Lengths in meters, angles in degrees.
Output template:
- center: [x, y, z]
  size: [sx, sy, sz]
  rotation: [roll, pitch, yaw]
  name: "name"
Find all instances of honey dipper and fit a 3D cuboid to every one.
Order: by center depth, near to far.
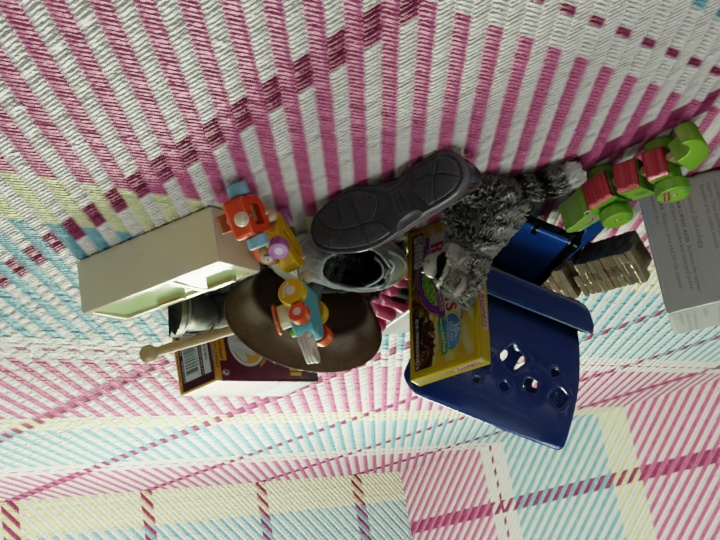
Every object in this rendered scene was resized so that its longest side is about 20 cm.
- center: [-0.176, 0.077, 1.370]
  size: [0.199, 0.038, 0.038]
  rotation: [-14, 167, -24]
  name: "honey dipper"

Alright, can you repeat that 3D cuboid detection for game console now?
- center: [0.237, -0.059, 1.426]
  size: [0.170, 0.119, 0.200]
  rotation: [22, 161, 0]
  name: "game console"

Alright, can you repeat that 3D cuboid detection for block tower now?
- center: [0.306, 0.000, 1.534]
  size: [0.199, 0.054, 0.058]
  rotation: [-16, -153, 44]
  name: "block tower"

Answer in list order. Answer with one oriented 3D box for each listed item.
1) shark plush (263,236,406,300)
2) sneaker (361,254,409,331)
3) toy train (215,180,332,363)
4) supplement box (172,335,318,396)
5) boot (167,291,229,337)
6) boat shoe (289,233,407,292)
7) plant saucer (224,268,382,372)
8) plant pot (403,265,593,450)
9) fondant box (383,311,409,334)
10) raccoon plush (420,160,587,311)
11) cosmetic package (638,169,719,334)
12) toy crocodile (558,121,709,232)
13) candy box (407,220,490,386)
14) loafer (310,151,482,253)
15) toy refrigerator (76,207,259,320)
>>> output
- center: [-0.023, -0.009, 1.356]
  size: [0.199, 0.091, 0.084]
  rotation: [4, 128, -26]
  name: "shark plush"
- center: [0.024, 0.023, 1.477]
  size: [0.200, 0.096, 0.079]
  rotation: [-41, 139, 14]
  name: "sneaker"
- center: [-0.096, 0.004, 1.166]
  size: [0.055, 0.201, 0.150]
  rotation: [-21, -174, 15]
  name: "toy train"
- center: [-0.165, 0.118, 1.604]
  size: [0.085, 0.111, 0.199]
  rotation: [-25, 159, 39]
  name: "supplement box"
- center: [-0.148, 0.047, 1.449]
  size: [0.199, 0.073, 0.182]
  rotation: [-1, 175, -12]
  name: "boot"
- center: [0.000, -0.001, 1.308]
  size: [0.071, 0.070, 0.200]
  rotation: [25, -167, 39]
  name: "boat shoe"
- center: [-0.065, 0.048, 1.363]
  size: [0.199, 0.201, 0.037]
  rotation: [-1, 126, -28]
  name: "plant saucer"
- center: [0.179, 0.098, 1.412]
  size: [0.199, 0.181, 0.200]
  rotation: [22, 179, -1]
  name: "plant pot"
- center: [0.130, 0.043, 1.633]
  size: [0.199, 0.059, 0.144]
  rotation: [-1, 162, -26]
  name: "fondant box"
- center: [0.160, -0.038, 1.235]
  size: [0.199, 0.135, 0.097]
  rotation: [-18, 161, 24]
  name: "raccoon plush"
- center: [0.472, -0.030, 1.410]
  size: [0.199, 0.166, 0.165]
  rotation: [-14, 164, 14]
  name: "cosmetic package"
- center: [0.302, -0.100, 1.244]
  size: [0.062, 0.068, 0.200]
  rotation: [12, 150, -42]
  name: "toy crocodile"
- center: [0.103, 0.030, 1.321]
  size: [0.102, 0.201, 0.026]
  rotation: [-21, 145, 32]
  name: "candy box"
- center: [0.040, -0.065, 1.194]
  size: [0.199, 0.072, 0.063]
  rotation: [-23, 164, 29]
  name: "loafer"
- center: [-0.216, -0.001, 1.242]
  size: [0.199, 0.070, 0.076]
  rotation: [-20, 161, 27]
  name: "toy refrigerator"
